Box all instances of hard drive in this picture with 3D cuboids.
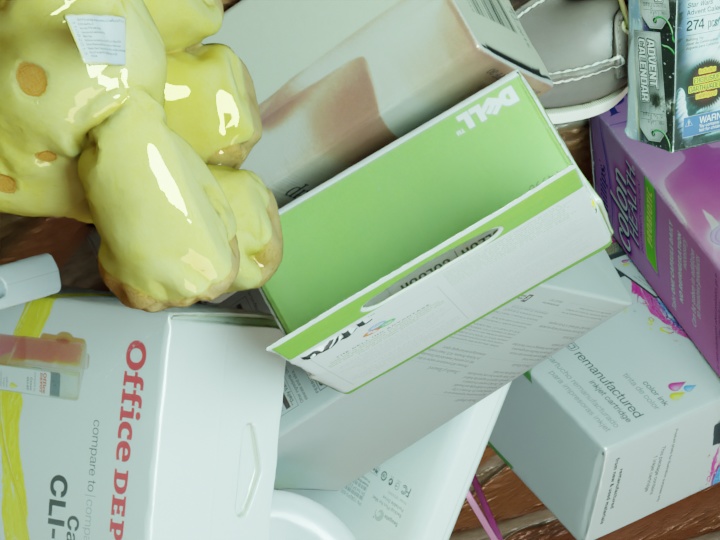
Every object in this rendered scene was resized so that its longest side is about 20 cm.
[{"bbox_3d":[0.024,0.073,1.376,0.026,0.132,0.200,16,99,-39],"label":"hard drive"}]

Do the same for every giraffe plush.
[{"bbox_3d":[-0.142,-0.052,0.965,0.162,0.173,0.200,-17,163,16],"label":"giraffe plush"}]

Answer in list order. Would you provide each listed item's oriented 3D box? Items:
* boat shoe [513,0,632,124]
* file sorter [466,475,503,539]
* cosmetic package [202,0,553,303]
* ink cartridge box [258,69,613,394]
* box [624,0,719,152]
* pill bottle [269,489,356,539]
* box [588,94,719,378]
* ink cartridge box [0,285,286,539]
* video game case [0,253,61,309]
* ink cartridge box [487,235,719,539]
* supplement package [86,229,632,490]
[{"bbox_3d":[0.138,-0.130,1.230,0.200,0.072,0.060,-21,156,-28],"label":"boat shoe"},{"bbox_3d":[0.060,0.117,1.577,0.200,0.126,0.139,-26,142,4],"label":"file sorter"},{"bbox_3d":[-0.026,-0.074,1.133,0.200,0.087,0.103,-32,163,19],"label":"cosmetic package"},{"bbox_3d":[0.024,-0.021,1.053,0.148,0.076,0.200,-30,169,4],"label":"ink cartridge box"},{"bbox_3d":[0.219,-0.144,1.216,0.200,0.137,0.040,-15,-157,-31],"label":"box"},{"bbox_3d":[-0.055,0.172,1.301,0.109,0.109,0.200,-23,176,-8],"label":"pill bottle"},{"bbox_3d":[0.253,-0.036,1.400,0.176,0.200,0.097,-22,136,-11],"label":"box"},{"bbox_3d":[-0.142,0.081,1.173,0.200,0.145,0.083,6,-179,37],"label":"ink cartridge box"},{"bbox_3d":[-0.259,0.038,1.086,0.200,0.022,0.182,-16,-179,25],"label":"video game case"},{"bbox_3d":[0.170,0.054,1.450,0.200,0.145,0.084,-20,139,-29],"label":"ink cartridge box"},{"bbox_3d":[0.000,0.000,1.267,0.200,0.151,0.152,-34,161,21],"label":"supplement package"}]
